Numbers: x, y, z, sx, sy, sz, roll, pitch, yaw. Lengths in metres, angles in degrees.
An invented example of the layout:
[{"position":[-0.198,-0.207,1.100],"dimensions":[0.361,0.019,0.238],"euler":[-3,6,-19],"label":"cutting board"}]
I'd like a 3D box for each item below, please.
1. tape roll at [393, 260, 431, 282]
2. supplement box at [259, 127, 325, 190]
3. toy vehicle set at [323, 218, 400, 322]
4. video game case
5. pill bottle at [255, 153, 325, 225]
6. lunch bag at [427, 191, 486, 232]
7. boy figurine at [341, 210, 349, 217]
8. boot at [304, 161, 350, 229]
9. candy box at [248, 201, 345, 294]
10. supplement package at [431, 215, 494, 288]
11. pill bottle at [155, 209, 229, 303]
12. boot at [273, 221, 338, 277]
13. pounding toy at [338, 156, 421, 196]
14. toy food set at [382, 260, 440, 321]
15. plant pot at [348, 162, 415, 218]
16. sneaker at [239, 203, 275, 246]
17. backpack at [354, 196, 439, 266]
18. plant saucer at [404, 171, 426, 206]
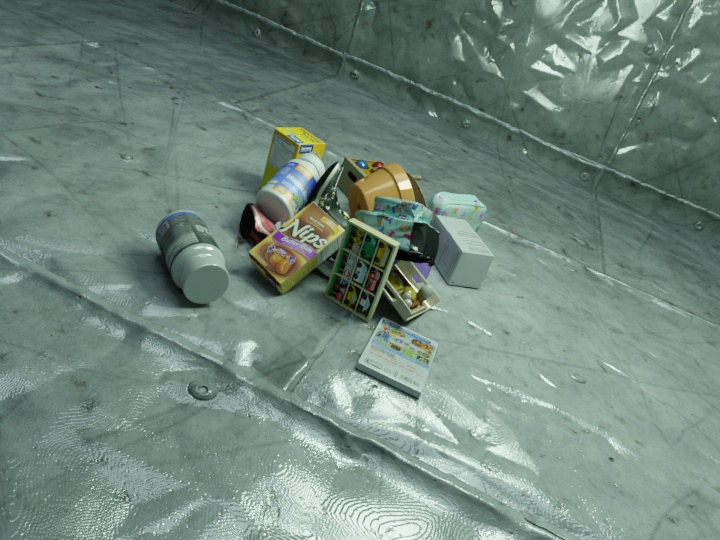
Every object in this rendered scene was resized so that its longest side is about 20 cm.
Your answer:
[{"position":[0.106,-0.050,1.670],"dimensions":[0.197,0.066,0.201],"euler":[16,27,-9],"label":"tape roll"},{"position":[-0.196,-0.292,1.740],"dimensions":[0.108,0.202,0.109],"euler":[37,32,29],"label":"supplement box"},{"position":[0.000,0.000,1.360],"dimensions":[0.123,0.202,0.026],"euler":[28,28,17],"label":"toy vehicle set"},{"position":[0.083,0.180,1.298],"dimensions":[0.141,0.018,0.200],"euler":[24,28,6],"label":"video game case"},{"position":[-0.174,-0.217,1.579],"dimensions":[0.111,0.113,0.201],"euler":[27,52,11],"label":"pill bottle"},{"position":[0.291,-0.164,1.895],"dimensions":[0.197,0.162,0.077],"euler":[0,34,-33],"label":"lunch bag"},{"position":[-0.121,-0.149,1.643],"dimensions":[0.197,0.065,0.125],"euler":[13,26,10],"label":"boy figurine"},{"position":[-0.057,-0.155,1.552],"dimensions":[0.153,0.206,0.073],"euler":[30,-8,-19],"label":"boot"},{"position":[-0.142,-0.054,1.391],"dimensions":[0.199,0.057,0.116],"euler":[-40,67,-21],"label":"candy box"},{"position":[0.278,-0.055,1.744],"dimensions":[0.108,0.115,0.201],"euler":[7,32,-23],"label":"supplement package"},{"position":[-0.347,-0.029,1.263],"dimensions":[0.112,0.115,0.200],"euler":[0,35,-35],"label":"pill bottle"},{"position":[-0.109,-0.074,1.474],"dimensions":[0.199,0.091,0.073],"euler":[36,24,-11],"label":"boot"},{"position":[0.059,-0.292,1.978],"dimensions":[0.182,0.144,0.200],"euler":[0,34,-34],"label":"pounding toy"},{"position":[0.110,0.035,1.453],"dimensions":[0.144,0.060,0.199],"euler":[52,24,12],"label":"toy food set"},{"position":[0.053,-0.199,1.779],"dimensions":[0.138,0.202,0.200],"euler":[-17,42,-21],"label":"plant pot"},{"position":[-0.235,-0.089,1.515],"dimensions":[0.086,0.074,0.201],"euler":[8,36,-44],"label":"sneaker"},{"position":[0.078,-0.094,1.454],"dimensions":[0.197,0.153,0.177],"euler":[3,-4,23],"label":"backpack"},{"position":[0.137,-0.194,1.828],"dimensions":[0.036,0.203,0.201],"euler":[-20,43,-18],"label":"plant saucer"}]
